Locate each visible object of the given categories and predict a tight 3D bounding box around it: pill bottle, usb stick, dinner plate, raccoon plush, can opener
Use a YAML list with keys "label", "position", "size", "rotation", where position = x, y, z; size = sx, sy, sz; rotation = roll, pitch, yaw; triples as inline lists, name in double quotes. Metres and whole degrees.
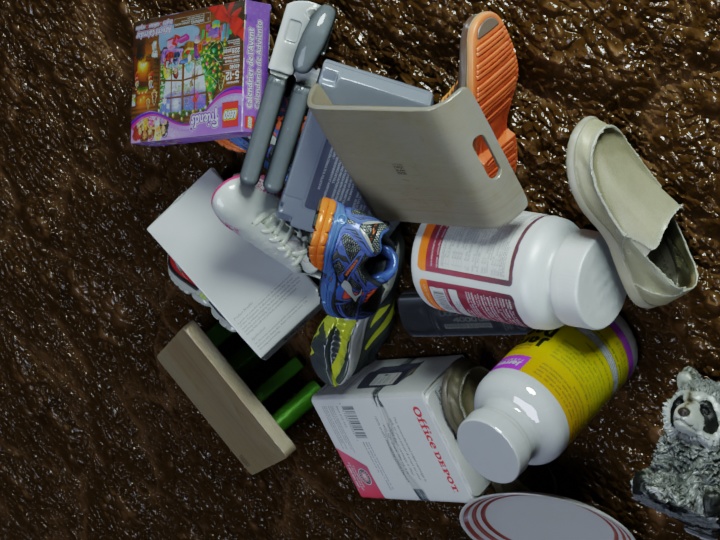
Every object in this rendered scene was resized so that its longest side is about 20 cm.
- label: "pill bottle"
  position: [0.179, 0.117, 1.577]
  size: [0.104, 0.200, 0.105]
  rotation: [26, 137, 27]
- label: "pill bottle"
  position: [0.154, -0.002, 1.577]
  size: [0.199, 0.109, 0.111]
  rotation: [11, 128, 41]
- label: "usb stick"
  position: [0.116, 0.044, 1.722]
  size: [0.199, 0.032, 0.056]
  rotation: [-4, 111, 48]
- label: "dinner plate"
  position: [0.207, 0.282, 1.782]
  size: [0.198, 0.024, 0.201]
  rotation: [10, 150, 6]
- label: "raccoon plush"
  position: [0.330, 0.179, 1.602]
  size: [0.096, 0.135, 0.200]
  rotation: [18, 167, 15]
- label: "can opener"
  position: [-0.076, -0.177, 1.645]
  size: [0.052, 0.067, 0.202]
  rotation: [18, 103, -1]

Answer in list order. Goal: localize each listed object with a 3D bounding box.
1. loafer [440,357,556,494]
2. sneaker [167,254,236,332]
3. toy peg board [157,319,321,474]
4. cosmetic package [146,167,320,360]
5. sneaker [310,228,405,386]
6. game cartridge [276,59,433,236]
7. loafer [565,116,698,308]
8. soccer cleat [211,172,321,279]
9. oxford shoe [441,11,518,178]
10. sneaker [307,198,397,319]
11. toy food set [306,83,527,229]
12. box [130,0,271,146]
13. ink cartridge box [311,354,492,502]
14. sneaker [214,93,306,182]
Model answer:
- label: "loafer"
  position: [0.157, 0.176, 1.763]
  size: [0.067, 0.076, 0.201]
  rotation: [-5, 127, 47]
- label: "sneaker"
  position: [-0.157, 0.009, 1.946]
  size: [0.199, 0.077, 0.086]
  rotation: [29, 132, 25]
- label: "toy peg board"
  position: [-0.143, 0.140, 2.045]
  size: [0.201, 0.098, 0.199]
  rotation: [51, 159, 0]
- label: "cosmetic package"
  position: [-0.140, -0.006, 1.866]
  size: [0.200, 0.107, 0.085]
  rotation: [49, 177, 4]
- label: "sneaker"
  position: [0.005, 0.032, 1.799]
  size: [0.074, 0.084, 0.201]
  rotation: [37, 120, 23]
- label: "game cartridge"
  position: [0.000, -0.113, 1.650]
  size: [0.132, 0.041, 0.201]
  rotation: [19, 130, -3]
- label: "loafer"
  position: [0.251, -0.055, 1.467]
  size: [0.068, 0.076, 0.201]
  rotation: [-3, 128, 46]
- label: "soccer cleat"
  position: [-0.080, -0.043, 1.751]
  size: [0.086, 0.070, 0.199]
  rotation: [50, -168, 34]
- label: "oxford shoe"
  position: [0.102, -0.159, 1.533]
  size: [0.073, 0.071, 0.202]
  rotation: [28, 139, 33]
- label: "sneaker"
  position: [0.000, 0.000, 1.636]
  size: [0.078, 0.076, 0.200]
  rotation: [13, 160, 14]
- label: "toy food set"
  position: [0.052, -0.116, 1.538]
  size: [0.199, 0.061, 0.144]
  rotation: [6, 138, 44]
- label: "box"
  position: [-0.174, -0.209, 1.749]
  size: [0.199, 0.039, 0.139]
  rotation: [-1, 87, 47]
- label: "ink cartridge box"
  position: [0.059, 0.181, 1.855]
  size: [0.199, 0.084, 0.146]
  rotation: [-7, 116, 50]
- label: "sneaker"
  position: [-0.088, -0.153, 1.736]
  size: [0.199, 0.075, 0.079]
  rotation: [24, 133, 28]
